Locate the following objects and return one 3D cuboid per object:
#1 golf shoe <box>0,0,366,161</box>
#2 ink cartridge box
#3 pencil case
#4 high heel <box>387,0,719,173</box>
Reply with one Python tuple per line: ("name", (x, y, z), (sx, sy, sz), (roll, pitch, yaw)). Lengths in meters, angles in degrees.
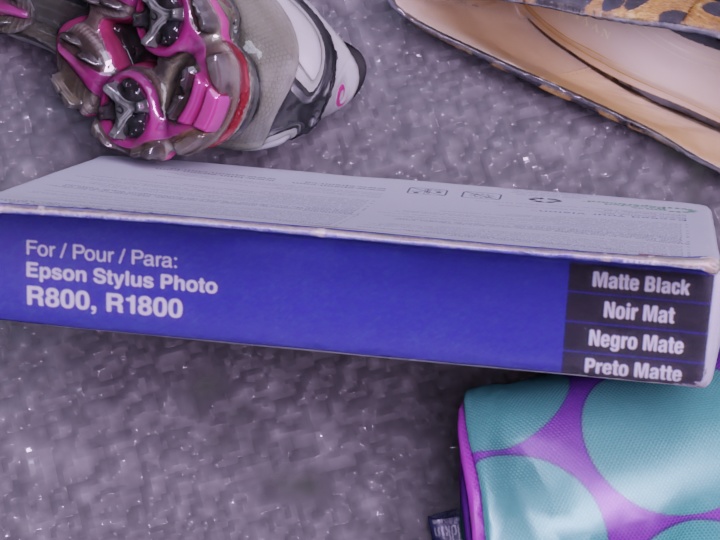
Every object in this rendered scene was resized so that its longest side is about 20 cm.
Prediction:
("golf shoe", (-0.084, -0.101, 0.862), (0.092, 0.073, 0.200), (-8, 43, -50))
("ink cartridge box", (0.000, 0.000, 0.733), (0.199, 0.200, 0.041), (5, 96, 7))
("pencil case", (0.123, 0.065, 0.766), (0.199, 0.085, 0.093), (-9, 99, -7))
("high heel", (0.092, -0.044, 0.814), (0.142, 0.072, 0.200), (-6, 42, -11))
